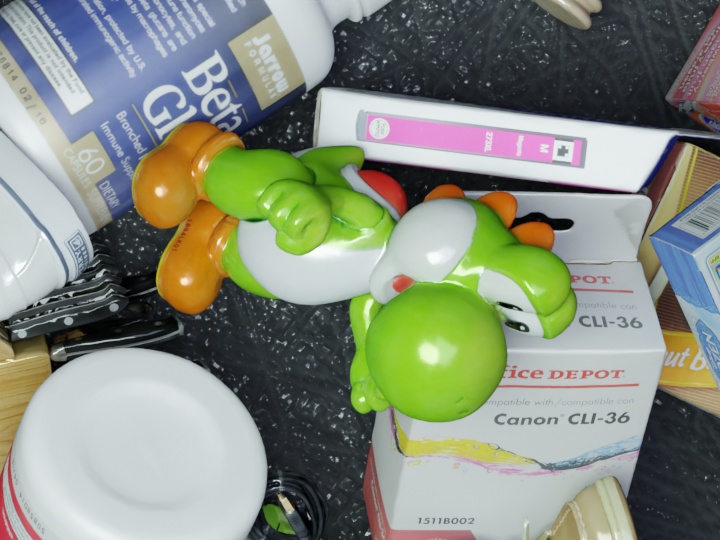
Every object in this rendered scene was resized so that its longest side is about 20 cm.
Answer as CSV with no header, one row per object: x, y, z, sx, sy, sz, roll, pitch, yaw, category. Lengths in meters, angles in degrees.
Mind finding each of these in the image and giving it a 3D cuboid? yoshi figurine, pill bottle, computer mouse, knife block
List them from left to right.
-0.177,0.069,1.354,0.175,0.064,0.200,34,105,-27,knife block
-0.120,0.134,1.305,0.112,0.200,0.113,11,50,-14,pill bottle
-0.082,-0.112,1.339,0.200,0.111,0.111,-34,100,-6,pill bottle
-0.009,0.152,1.356,0.058,0.200,0.034,-9,56,22,computer mouse
-0.007,0.008,1.254,0.199,0.112,0.113,15,99,25,yoshi figurine

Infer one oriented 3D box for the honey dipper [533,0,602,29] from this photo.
0.149,-0.213,1.416,0.038,0.038,0.200,32,85,-12,honey dipper

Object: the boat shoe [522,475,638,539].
0.093,0.176,1.371,0.062,0.073,0.201,-3,135,-11,boat shoe

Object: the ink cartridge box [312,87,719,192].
0.082,-0.061,1.354,0.199,0.095,0.037,5,94,8,ink cartridge box

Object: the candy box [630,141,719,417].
0.217,0.027,1.436,0.199,0.055,0.116,25,90,-11,candy box

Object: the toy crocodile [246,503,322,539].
-0.071,0.210,1.397,0.067,0.062,0.201,19,90,-53,toy crocodile

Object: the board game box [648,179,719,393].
0.256,0.009,1.361,0.200,0.043,0.200,-36,118,-15,board game box

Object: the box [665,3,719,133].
0.251,-0.143,1.409,0.102,0.095,0.201,32,88,-12,box

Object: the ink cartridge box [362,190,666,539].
0.073,0.057,1.353,0.116,0.068,0.201,0,131,-10,ink cartridge box

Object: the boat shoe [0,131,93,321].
-0.207,-0.052,1.296,0.065,0.074,0.200,-38,58,-22,boat shoe
